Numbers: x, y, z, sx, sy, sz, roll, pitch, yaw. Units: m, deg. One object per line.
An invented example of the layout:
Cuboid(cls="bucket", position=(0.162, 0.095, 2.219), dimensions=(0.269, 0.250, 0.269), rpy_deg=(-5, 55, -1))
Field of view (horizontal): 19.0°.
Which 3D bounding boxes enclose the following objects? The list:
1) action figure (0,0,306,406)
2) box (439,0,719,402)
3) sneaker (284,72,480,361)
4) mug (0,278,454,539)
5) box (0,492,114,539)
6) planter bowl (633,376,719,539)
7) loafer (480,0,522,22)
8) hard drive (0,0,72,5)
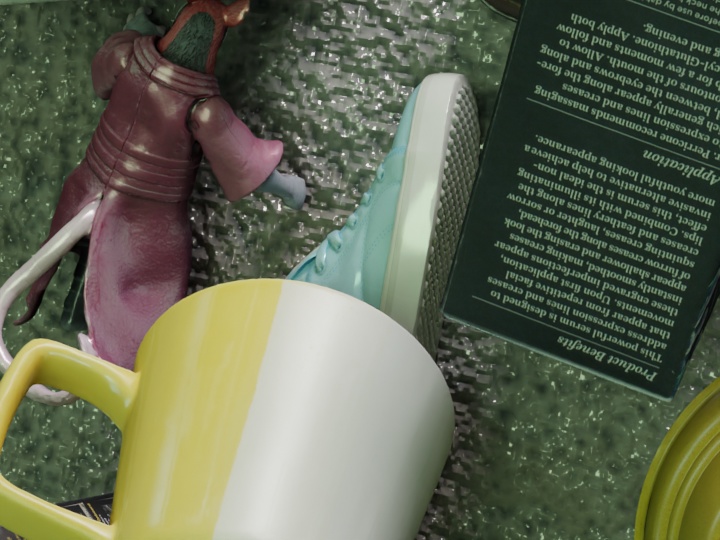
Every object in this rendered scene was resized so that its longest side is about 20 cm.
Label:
Cuboid(cls="action figure", position=(-0.112, -0.054, 1.032), dimensions=(0.133, 0.148, 0.201), rpy_deg=(32, 114, 24))
Cuboid(cls="box", position=(0.123, -0.077, 0.889), dimensions=(0.106, 0.149, 0.201), rpy_deg=(21, 124, 11))
Cuboid(cls="sneaker", position=(0.000, 0.000, 1.019), dimensions=(0.081, 0.074, 0.202), rpy_deg=(15, 94, 16))
Cuboid(cls="mug", position=(-0.061, 0.111, 0.932), dimensions=(0.185, 0.154, 0.150), rpy_deg=(-3, 131, 17))
Cuboid(cls="box", position=(-0.105, 0.204, 1.013), dimensions=(0.050, 0.158, 0.201), rpy_deg=(-37, 78, 16))
Cuboid(cls="planter bowl", position=(0.206, 0.129, 0.933), dimensions=(0.198, 0.083, 0.203), rpy_deg=(0, 89, 21))
Cuboid(cls="loafer", position=(0.136, -0.125, 0.974), dimensions=(0.198, 0.063, 0.073), rpy_deg=(14, 93, 21))
Cuboid(cls="hard drive", position=(-0.103, -0.174, 1.032), dimensions=(0.198, 0.140, 0.033), rpy_deg=(-1, 124, 21))
